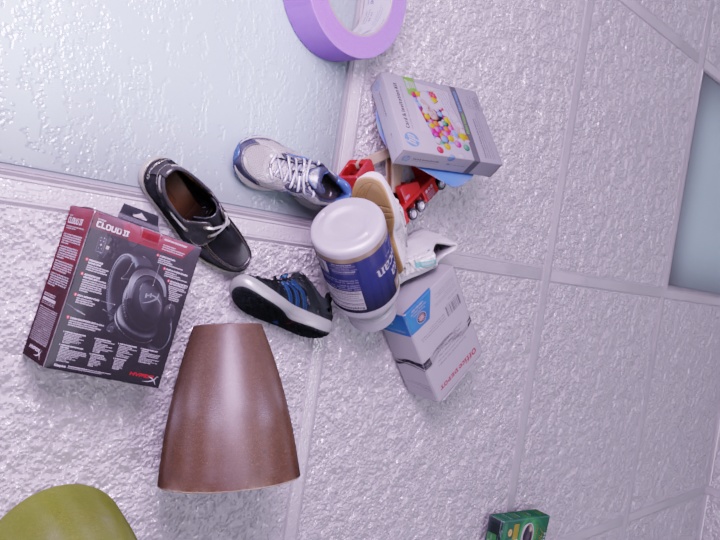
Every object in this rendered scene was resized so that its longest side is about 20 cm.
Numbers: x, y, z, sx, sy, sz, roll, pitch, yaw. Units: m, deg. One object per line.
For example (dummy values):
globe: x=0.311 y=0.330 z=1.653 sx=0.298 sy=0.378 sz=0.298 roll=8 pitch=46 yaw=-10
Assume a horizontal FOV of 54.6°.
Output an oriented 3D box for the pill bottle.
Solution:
pill bottle: x=0.000 y=0.000 z=1.045 sx=0.111 sy=0.110 sz=0.202 roll=-49 pitch=145 yaw=-26

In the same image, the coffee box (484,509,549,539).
coffee box: x=0.350 y=0.613 z=1.580 sx=0.198 sy=0.044 sz=0.125 roll=12 pitch=89 yaw=-44

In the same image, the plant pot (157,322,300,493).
plant pot: x=-0.175 y=0.173 z=0.925 sx=0.185 sy=0.185 sz=0.204 roll=4 pitch=80 yaw=-44

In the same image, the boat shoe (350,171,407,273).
boat shoe: x=0.035 y=-0.083 z=1.083 sx=0.202 sy=0.070 sz=0.070 roll=74 pitch=32 yaw=-47

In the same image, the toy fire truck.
toy fire truck: x=0.060 y=-0.155 z=1.162 sx=0.200 sy=0.048 sz=0.142 roll=-46 pitch=123 yaw=-32

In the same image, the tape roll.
tape roll: x=-0.020 y=-0.414 z=1.026 sx=0.198 sy=0.065 sz=0.204 roll=-9 pitch=103 yaw=-43

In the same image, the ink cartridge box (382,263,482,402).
ink cartridge box: x=0.124 y=0.109 z=1.249 sx=0.144 sy=0.083 sz=0.202 roll=-41 pitch=123 yaw=-31

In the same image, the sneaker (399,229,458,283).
sneaker: x=0.085 y=-0.016 z=1.185 sx=0.199 sy=0.088 sz=0.076 roll=-33 pitch=120 yaw=-35

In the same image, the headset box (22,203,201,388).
headset box: x=-0.290 y=0.024 z=0.835 sx=0.148 sy=0.077 sz=0.204 roll=21 pitch=82 yaw=-45

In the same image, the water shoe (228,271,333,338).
water shoe: x=-0.116 y=0.036 z=1.027 sx=0.199 sy=0.071 sz=0.080 roll=35 pitch=52 yaw=-47

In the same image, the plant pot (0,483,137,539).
plant pot: x=-0.313 y=0.370 z=0.791 sx=0.185 sy=0.198 sz=0.191 roll=-10 pitch=104 yaw=-42

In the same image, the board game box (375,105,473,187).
board game box: x=0.103 y=-0.211 z=1.158 sx=0.198 sy=0.039 sz=0.160 roll=26 pitch=51 yaw=-16

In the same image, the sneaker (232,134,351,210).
sneaker: x=-0.089 y=-0.140 z=0.995 sx=0.198 sy=0.084 sz=0.078 roll=15 pitch=87 yaw=-44

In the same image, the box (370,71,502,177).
box: x=0.123 y=-0.235 z=1.131 sx=0.197 sy=0.041 sz=0.158 roll=2 pitch=60 yaw=-30

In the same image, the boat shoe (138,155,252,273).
boat shoe: x=-0.204 y=-0.063 z=0.911 sx=0.072 sy=0.067 sz=0.201 roll=-56 pitch=132 yaw=-23
